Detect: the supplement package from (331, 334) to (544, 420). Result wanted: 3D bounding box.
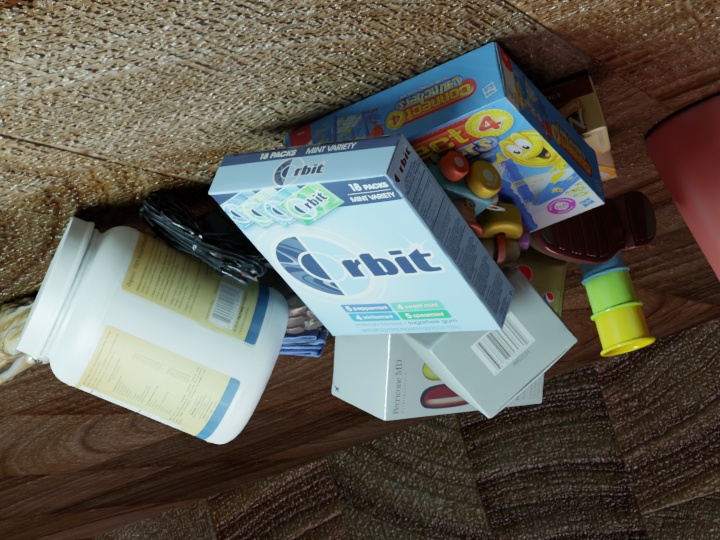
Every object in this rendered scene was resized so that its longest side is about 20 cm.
[{"bbox_3d":[0.083,0.083,1.718,0.200,0.114,0.109,-4,-167,-31],"label":"supplement package"}]

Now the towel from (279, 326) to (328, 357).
[{"bbox_3d":[-0.095,0.051,1.729,0.144,0.024,0.200,-4,-163,8],"label":"towel"}]

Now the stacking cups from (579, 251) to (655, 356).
[{"bbox_3d":[0.259,-0.013,1.747,0.060,0.201,0.061,-12,167,-3],"label":"stacking cups"}]

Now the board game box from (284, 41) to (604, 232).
[{"bbox_3d":[0.073,-0.084,1.372,0.200,0.056,0.196,-22,147,23],"label":"board game box"}]

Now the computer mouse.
[{"bbox_3d":[-0.087,-0.029,1.438,0.200,0.138,0.053,-16,129,-49],"label":"computer mouse"}]

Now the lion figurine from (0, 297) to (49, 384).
[{"bbox_3d":[-0.344,0.069,1.658,0.122,0.073,0.200,-29,-177,-4],"label":"lion figurine"}]

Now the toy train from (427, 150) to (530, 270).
[{"bbox_3d":[0.063,-0.021,1.367,0.150,0.056,0.200,-14,150,10],"label":"toy train"}]

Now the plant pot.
[{"bbox_3d":[0.415,-0.084,1.698,0.200,0.178,0.200,-16,169,-3],"label":"plant pot"}]

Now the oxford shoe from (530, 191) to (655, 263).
[{"bbox_3d":[0.209,-0.036,1.598,0.075,0.071,0.200,-13,173,39],"label":"oxford shoe"}]

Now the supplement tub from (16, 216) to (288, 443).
[{"bbox_3d":[-0.177,0.049,1.406,0.200,0.145,0.145,24,156,-11],"label":"supplement tub"}]

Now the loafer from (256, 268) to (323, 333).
[{"bbox_3d":[0.000,0.000,1.519,0.200,0.070,0.070,-13,146,-28],"label":"loafer"}]

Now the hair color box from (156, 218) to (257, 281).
[{"bbox_3d":[-0.174,0.006,1.581,0.200,0.064,0.111,-19,169,18],"label":"hair color box"}]

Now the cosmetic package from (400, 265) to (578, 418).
[{"bbox_3d":[0.106,0.054,1.451,0.107,0.090,0.200,-42,-175,-1],"label":"cosmetic package"}]

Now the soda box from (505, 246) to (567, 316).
[{"bbox_3d":[0.176,0.001,1.703,0.068,0.064,0.200,6,-168,4],"label":"soda box"}]

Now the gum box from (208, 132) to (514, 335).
[{"bbox_3d":[0.003,-0.022,1.312,0.170,0.045,0.200,-3,141,34],"label":"gum box"}]

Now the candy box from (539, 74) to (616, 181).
[{"bbox_3d":[0.170,-0.114,1.520,0.115,0.055,0.200,-17,169,8],"label":"candy box"}]
